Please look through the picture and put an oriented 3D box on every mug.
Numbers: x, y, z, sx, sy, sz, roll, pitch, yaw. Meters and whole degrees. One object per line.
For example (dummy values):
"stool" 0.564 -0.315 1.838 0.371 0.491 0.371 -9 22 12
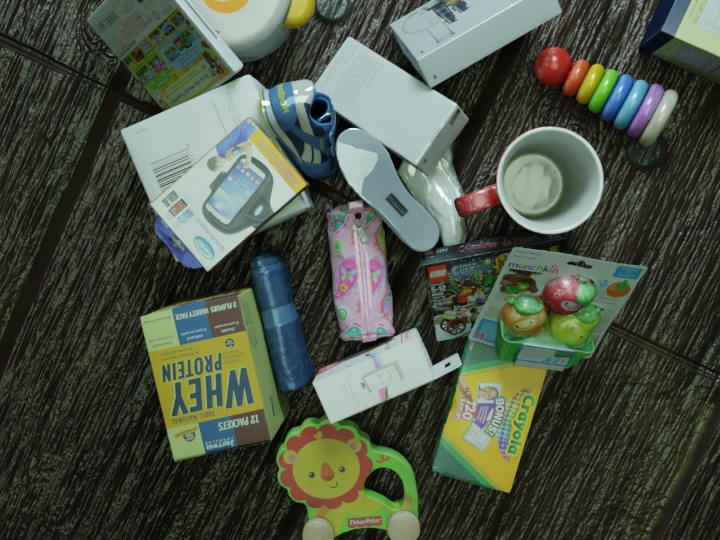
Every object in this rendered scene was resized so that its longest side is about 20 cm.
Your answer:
"mug" 0.221 -0.123 1.299 0.177 0.200 0.134 11 95 3

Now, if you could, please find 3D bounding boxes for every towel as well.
"towel" -0.111 0.071 1.373 0.048 0.112 0.201 -13 93 2

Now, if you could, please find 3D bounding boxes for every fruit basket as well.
"fruit basket" 0.260 0.052 1.290 0.185 0.200 0.094 9 53 -9

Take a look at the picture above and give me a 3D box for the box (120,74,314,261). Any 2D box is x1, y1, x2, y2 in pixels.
"box" -0.195 -0.140 1.353 0.199 0.131 0.200 -23 93 4

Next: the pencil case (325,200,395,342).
"pencil case" 0.000 0.000 1.377 0.087 0.087 0.201 -5 94 3

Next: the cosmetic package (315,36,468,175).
"cosmetic package" 0.039 -0.227 1.332 0.200 0.074 0.102 38 96 21

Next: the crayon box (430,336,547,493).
"crayon box" 0.185 0.206 1.392 0.118 0.058 0.201 16 94 2

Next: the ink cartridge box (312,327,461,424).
"ink cartridge box" 0.039 0.139 1.367 0.199 0.116 0.068 -23 93 3

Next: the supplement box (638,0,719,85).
"supplement box" 0.521 -0.360 1.300 0.199 0.134 0.201 25 95 1

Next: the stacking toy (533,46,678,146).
"stacking toy" 0.337 -0.255 1.352 0.200 0.085 0.086 29 95 8

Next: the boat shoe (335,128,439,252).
"boat shoe" 0.034 -0.109 1.326 0.070 0.066 0.200 -44 101 -4

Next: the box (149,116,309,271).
"box" -0.180 -0.092 1.271 0.200 0.041 0.119 -41 92 2

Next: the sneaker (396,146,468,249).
"sneaker" 0.096 -0.118 1.376 0.099 0.078 0.201 -14 84 10

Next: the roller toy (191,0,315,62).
"roller toy" -0.178 -0.384 1.333 0.182 0.140 0.200 -37 92 5

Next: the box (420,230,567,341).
"box" 0.193 0.020 1.360 0.199 0.038 0.137 -11 124 4

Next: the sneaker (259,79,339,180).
"sneaker" -0.063 -0.190 1.315 0.082 0.200 0.074 -23 62 13

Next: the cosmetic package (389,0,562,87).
"cosmetic package" 0.152 -0.342 1.312 0.200 0.151 0.052 -30 126 4

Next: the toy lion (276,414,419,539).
"toy lion" -0.019 0.301 1.395 0.199 0.069 0.192 -5 101 3

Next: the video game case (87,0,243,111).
"video game case" -0.269 -0.310 1.311 0.182 0.200 0.023 50 55 -16

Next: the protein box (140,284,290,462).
"protein box" -0.194 0.134 1.337 0.134 0.200 0.199 -13 93 3
